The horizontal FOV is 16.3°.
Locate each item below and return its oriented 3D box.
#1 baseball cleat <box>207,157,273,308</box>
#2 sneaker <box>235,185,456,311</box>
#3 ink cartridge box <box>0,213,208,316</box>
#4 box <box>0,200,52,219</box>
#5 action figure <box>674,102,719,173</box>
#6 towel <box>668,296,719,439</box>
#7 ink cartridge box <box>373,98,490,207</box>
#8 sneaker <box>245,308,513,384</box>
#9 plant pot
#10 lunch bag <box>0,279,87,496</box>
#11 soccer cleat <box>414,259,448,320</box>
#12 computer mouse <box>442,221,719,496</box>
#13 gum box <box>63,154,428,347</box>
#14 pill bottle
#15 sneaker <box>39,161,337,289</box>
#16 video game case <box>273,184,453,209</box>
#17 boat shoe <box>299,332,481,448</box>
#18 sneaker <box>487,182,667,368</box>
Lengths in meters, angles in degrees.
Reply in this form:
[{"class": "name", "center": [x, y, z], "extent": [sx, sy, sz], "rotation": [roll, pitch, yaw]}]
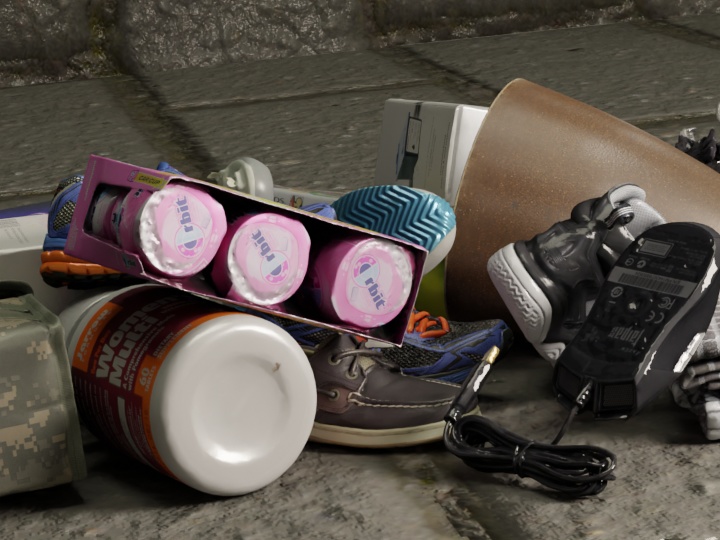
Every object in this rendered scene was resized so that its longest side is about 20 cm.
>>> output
[{"class": "baseball cleat", "center": [-0.067, -0.018, 1.834], "extent": [0.106, 0.070, 0.200], "rotation": [-3, -31, -17]}, {"class": "sneaker", "center": [0.000, 0.000, 1.769], "extent": [0.081, 0.077, 0.200], "rotation": [5, -28, -45]}, {"class": "ink cartridge box", "center": [-0.196, 0.029, 1.744], "extent": [0.199, 0.126, 0.129], "rotation": [-7, 12, -12]}, {"class": "box", "center": [-0.254, 0.014, 1.899], "extent": [0.199, 0.105, 0.148], "rotation": [-13, 14, -33]}, {"class": "action figure", "center": [0.343, -0.106, 2.216], "extent": [0.199, 0.119, 0.102], "rotation": [-2, 48, -11]}, {"class": "towel", "center": [0.275, 0.040, 1.600], "extent": [0.165, 0.086, 0.200], "rotation": [-5, 12, 3]}, {"class": "ink cartridge box", "center": [0.110, -0.090, 2.053], "extent": [0.146, 0.086, 0.200], "rotation": [7, 1, -16]}, {"class": "sneaker", "center": [0.005, 0.042, 1.674], "extent": [0.199, 0.079, 0.075], "rotation": [-1, 12, 20]}, {"class": "plant pot", "center": [0.185, -0.023, 1.777], "extent": [0.199, 0.188, 0.187], "rotation": [14, 17, 18]}, {"class": "lunch bag", "center": [-0.270, 0.076, 1.565], "extent": [0.163, 0.118, 0.200], "rotation": [-12, 12, -15]}, {"class": "soccer cleat", "center": [0.031, 0.008, 1.917], "extent": [0.083, 0.065, 0.200], "rotation": [-10, 9, -7]}, {"class": "computer mouse", "center": [0.137, 0.055, 1.513], "extent": [0.140, 0.046, 0.200], "rotation": [6, 55, 42]}, {"class": "gum box", "center": [-0.075, -0.013, 1.540], "extent": [0.199, 0.066, 0.113], "rotation": [16, -1, -32]}, {"class": "pill bottle", "center": [-0.118, 0.068, 1.564], "extent": [0.109, 0.110, 0.200], "rotation": [-11, 13, -28]}, {"class": "sneaker", "center": [-0.113, -0.034, 1.651], "extent": [0.199, 0.079, 0.075], "rotation": [-3, -7, -12]}, {"class": "video game case", "center": [0.034, -0.041, 1.931], "extent": [0.181, 0.023, 0.200], "rotation": [10, 4, 31]}, {"class": "boat shoe", "center": [-0.016, 0.073, 1.607], "extent": [0.199, 0.065, 0.072], "rotation": [4, 13, 33]}, {"class": "sneaker", "center": [0.157, 0.009, 1.631], "extent": [0.114, 0.076, 0.200], "rotation": [-33, -20, 6]}]
